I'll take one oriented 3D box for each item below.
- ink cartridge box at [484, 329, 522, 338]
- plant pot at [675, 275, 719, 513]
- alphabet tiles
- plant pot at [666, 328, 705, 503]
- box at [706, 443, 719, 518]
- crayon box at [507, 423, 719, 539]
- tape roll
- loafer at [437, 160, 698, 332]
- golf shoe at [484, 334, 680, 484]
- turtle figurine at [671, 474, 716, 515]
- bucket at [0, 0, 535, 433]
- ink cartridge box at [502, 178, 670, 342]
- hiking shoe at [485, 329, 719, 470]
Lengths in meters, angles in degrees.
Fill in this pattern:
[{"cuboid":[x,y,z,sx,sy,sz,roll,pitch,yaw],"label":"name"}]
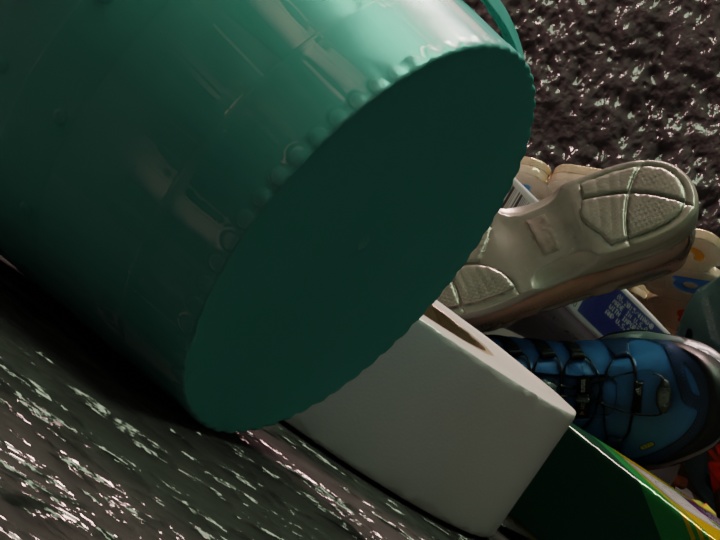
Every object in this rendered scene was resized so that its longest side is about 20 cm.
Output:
[{"cuboid":[0.075,0.041,1.734,0.200,0.084,0.145,32,4,-37],"label":"ink cartridge box"},{"cuboid":[0.298,0.069,1.495,0.195,0.201,0.200,-4,23,-27],"label":"plant pot"},{"cuboid":[0.121,-0.009,1.538,0.195,0.015,0.200,10,-27,16],"label":"alphabet tiles"},{"cuboid":[0.258,0.082,1.692,0.174,0.201,0.200,22,11,-39],"label":"plant pot"},{"cuboid":[0.248,0.163,1.364,0.137,0.039,0.200,37,-24,38],"label":"box"},{"cuboid":[0.177,0.160,1.256,0.172,0.058,0.200,37,2,39],"label":"crayon box"},{"cuboid":[-0.002,0.035,1.178,0.202,0.071,0.202,34,4,-3],"label":"tape roll"},{"cuboid":[0.076,0.002,1.316,0.063,0.199,0.072,77,-2,-53],"label":"loafer"},{"cuboid":[0.104,0.093,1.459,0.200,0.073,0.092,23,13,-27],"label":"golf shoe"},{"cuboid":[0.244,0.182,1.592,0.200,0.065,0.161,26,-11,40],"label":"turtle figurine"},{"cuboid":[-0.042,-0.050,0.951,0.135,0.207,0.207,42,6,22],"label":"bucket"},{"cuboid":[0.053,-0.020,1.468,0.200,0.041,0.200,21,-16,48],"label":"ink cartridge box"},{"cuboid":[0.092,0.068,1.314,0.199,0.075,0.087,-1,2,26],"label":"hiking shoe"}]
